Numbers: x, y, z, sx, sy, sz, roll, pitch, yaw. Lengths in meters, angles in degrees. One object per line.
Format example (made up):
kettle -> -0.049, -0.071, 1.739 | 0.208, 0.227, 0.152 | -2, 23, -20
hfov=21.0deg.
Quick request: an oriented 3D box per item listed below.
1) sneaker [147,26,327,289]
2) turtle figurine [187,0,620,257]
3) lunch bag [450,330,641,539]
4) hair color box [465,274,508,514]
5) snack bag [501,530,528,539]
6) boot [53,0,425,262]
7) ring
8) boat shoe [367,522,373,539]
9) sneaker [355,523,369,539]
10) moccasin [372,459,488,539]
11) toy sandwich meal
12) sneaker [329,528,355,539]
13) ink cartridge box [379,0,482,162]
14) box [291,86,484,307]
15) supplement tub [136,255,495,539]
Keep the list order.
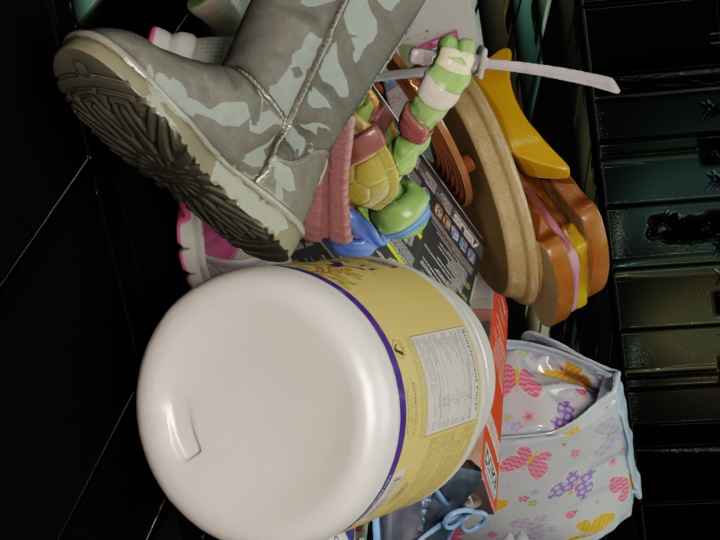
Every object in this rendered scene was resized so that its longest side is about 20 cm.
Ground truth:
sneaker -> -0.059, -0.049, 1.082 | 0.200, 0.088, 0.082 | 74, 18, -45
turtle figurine -> 0.006, -0.128, 1.157 | 0.194, 0.200, 0.144 | 48, 5, -30
lunch bag -> 0.121, 0.140, 1.570 | 0.170, 0.199, 0.127 | 71, 20, -47
hair color box -> 0.050, 0.090, 1.474 | 0.064, 0.110, 0.201 | 70, 20, -47
snack bag -> 0.084, 0.304, 1.326 | 0.021, 0.189, 0.200 | 28, 20, -31
boot -> -0.048, -0.128, 0.975 | 0.182, 0.072, 0.200 | 45, 66, -42
ring -> 0.021, -0.130, 1.356 | 0.201, 0.019, 0.200 | 54, -8, 10
boat shoe -> 0.016, 0.195, 1.378 | 0.200, 0.074, 0.062 | 79, 8, -51
sneaker -> -0.021, 0.093, 1.248 | 0.088, 0.073, 0.201 | -66, 154, -64
moccasin -> 0.042, 0.125, 1.186 | 0.080, 0.068, 0.201 | -33, 121, -81
toy sandwich meal -> 0.110, -0.064, 1.386 | 0.205, 0.070, 0.206 | 161, -90, -82
sneaker -> -0.024, 0.169, 1.189 | 0.200, 0.080, 0.116 | 66, 26, -52
ink cartridge box -> 0.039, -0.195, 1.487 | 0.145, 0.084, 0.200 | -109, -177, -46
box -> 0.005, -0.027, 1.283 | 0.200, 0.044, 0.161 | 52, 37, -32
supplement tub -> -0.016, 0.066, 1.051 | 0.200, 0.145, 0.146 | -7, 93, -67
